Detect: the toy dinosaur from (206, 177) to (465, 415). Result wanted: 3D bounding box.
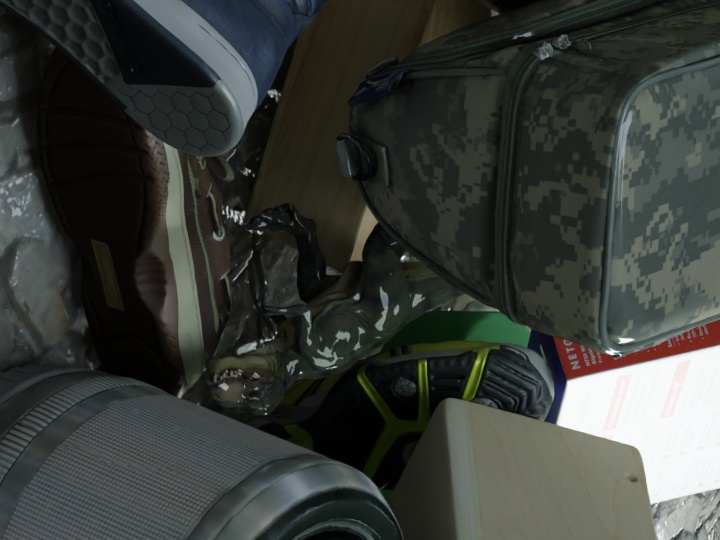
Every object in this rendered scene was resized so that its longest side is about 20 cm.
[{"bbox_3d":[0.000,0.000,1.149,0.199,0.047,0.089,-24,86,-23],"label":"toy dinosaur"}]

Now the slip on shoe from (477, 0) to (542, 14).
[{"bbox_3d":[0.086,-0.154,1.137,0.076,0.060,0.200,-68,160,5],"label":"slip on shoe"}]

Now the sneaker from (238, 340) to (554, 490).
[{"bbox_3d":[0.008,0.067,1.201,0.076,0.199,0.077,60,34,-20],"label":"sneaker"}]

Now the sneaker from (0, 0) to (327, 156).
[{"bbox_3d":[-0.096,-0.162,1.010,0.202,0.077,0.146,45,52,-14],"label":"sneaker"}]

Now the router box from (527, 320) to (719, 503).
[{"bbox_3d":[0.172,0.058,1.244,0.178,0.049,0.200,-12,154,-9],"label":"router box"}]

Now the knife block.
[{"bbox_3d":[0.011,-0.122,1.170,0.201,0.064,0.176,-56,159,-20],"label":"knife block"}]

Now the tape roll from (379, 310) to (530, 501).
[{"bbox_3d":[0.056,0.123,1.338,0.200,0.048,0.202,1,90,-65],"label":"tape roll"}]

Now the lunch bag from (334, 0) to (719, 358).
[{"bbox_3d":[0.110,-0.061,1.113,0.199,0.167,0.140,-21,119,-39],"label":"lunch bag"}]

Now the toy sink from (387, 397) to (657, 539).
[{"bbox_3d":[0.057,0.184,1.143,0.111,0.131,0.201,15,125,-14],"label":"toy sink"}]

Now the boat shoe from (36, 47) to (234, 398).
[{"bbox_3d":[-0.095,-0.038,1.109,0.075,0.074,0.203,-46,148,-38],"label":"boat shoe"}]

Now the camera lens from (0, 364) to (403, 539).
[{"bbox_3d":[-0.091,0.138,1.074,0.160,0.199,0.161,-26,125,-45],"label":"camera lens"}]
